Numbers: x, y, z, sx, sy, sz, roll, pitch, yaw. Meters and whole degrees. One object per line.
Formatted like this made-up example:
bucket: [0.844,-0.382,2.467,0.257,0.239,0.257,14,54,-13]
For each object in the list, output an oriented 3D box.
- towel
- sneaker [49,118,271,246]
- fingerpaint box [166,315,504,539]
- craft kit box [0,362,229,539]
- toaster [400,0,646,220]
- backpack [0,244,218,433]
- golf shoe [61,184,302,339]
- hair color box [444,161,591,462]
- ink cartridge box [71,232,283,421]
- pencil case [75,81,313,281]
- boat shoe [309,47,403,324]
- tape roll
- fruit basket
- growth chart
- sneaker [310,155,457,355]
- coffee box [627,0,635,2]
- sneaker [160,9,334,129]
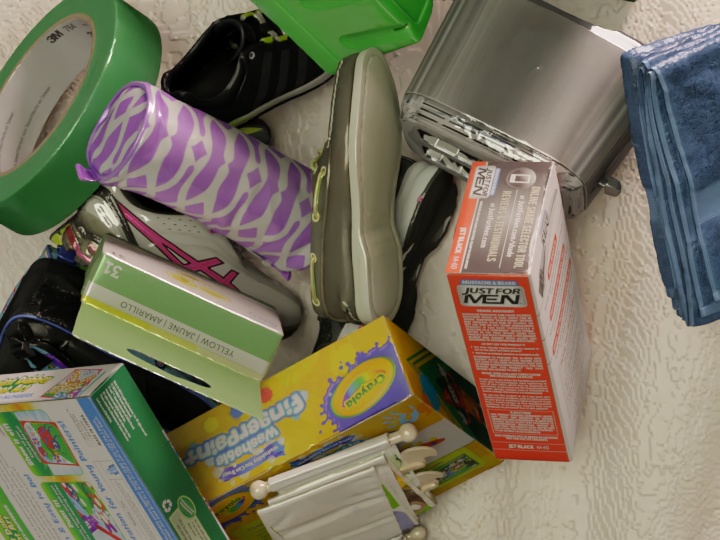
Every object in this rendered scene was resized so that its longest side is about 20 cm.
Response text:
towel: [0.251,-0.070,1.338,0.048,0.111,0.201,11,120,60]
sneaker: [-0.148,-0.053,1.516,0.200,0.074,0.081,-33,99,15]
fingerpaint box: [-0.020,0.132,1.407,0.199,0.167,0.074,-29,58,16]
craft kit box: [-0.197,0.163,1.359,0.197,0.049,0.201,-9,118,40]
toaster: [0.115,-0.127,1.384,0.199,0.114,0.130,28,78,13]
backpack: [-0.199,0.099,1.479,0.199,0.135,0.183,24,125,-12]
golf shoe: [-0.125,-0.013,1.460,0.199,0.073,0.092,26,105,-18]
hair color box: [0.115,0.031,1.342,0.064,0.201,0.111,1,47,17]
ink cartridge box: [-0.127,0.035,1.334,0.145,0.200,0.048,25,95,-9]
pencil case: [-0.107,-0.066,1.407,0.086,0.200,0.084,-50,33,19]
boat shoe: [-0.008,-0.061,1.383,0.060,0.072,0.203,2,96,31]
tape roll: [-0.237,-0.126,1.483,0.200,0.048,0.201,-33,39,32]
fruit basket: [-0.032,-0.267,1.411,0.215,0.155,0.216,-20,52,28]
growth chart: [-0.007,0.177,1.396,0.144,0.200,0.018,-17,59,-4]
sneaker: [0.000,0.000,1.465,0.086,0.080,0.201,25,89,28]
coffee box: [0.131,-0.243,1.351,0.122,0.200,0.044,16,91,19]
sneaker: [-0.075,-0.167,1.445,0.200,0.083,0.072,-40,69,-16]
